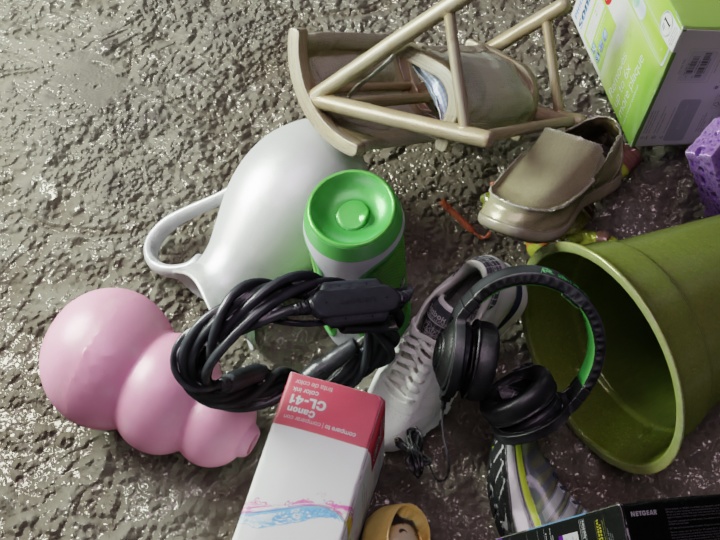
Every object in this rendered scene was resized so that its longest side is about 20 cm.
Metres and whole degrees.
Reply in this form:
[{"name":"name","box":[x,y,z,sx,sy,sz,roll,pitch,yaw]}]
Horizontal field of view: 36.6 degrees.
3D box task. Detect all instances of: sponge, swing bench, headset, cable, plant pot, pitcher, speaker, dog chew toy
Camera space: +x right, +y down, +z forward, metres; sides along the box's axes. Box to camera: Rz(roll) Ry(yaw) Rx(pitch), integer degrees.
[{"name":"sponge","box":[0.384,-0.132,1.025,0.200,0.112,0.030,-47,38,-20]},{"name":"swing bench","box":[0.071,-0.173,0.998,0.198,0.198,0.131,-4,98,37]},{"name":"headset","box":[0.104,0.085,0.864,0.123,0.094,0.200,38,100,-10]},{"name":"cable","box":[-0.060,0.060,0.860,0.198,0.164,0.051,-7,61,-29]},{"name":"plant pot","box":[0.267,0.038,0.914,0.189,0.201,0.201,-23,61,-23]},{"name":"pitcher","box":[-0.100,-0.051,1.022,0.171,0.121,0.201,33,80,29]},{"name":"speaker","box":[0.000,0.000,0.931,0.087,0.201,0.089,-2,61,4]},{"name":"dog chew toy","box":[-0.177,0.100,0.942,0.199,0.125,0.125,28,67,9]}]

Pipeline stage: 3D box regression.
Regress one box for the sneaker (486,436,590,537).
[{"name":"sneaker","box":[0.156,0.204,0.890,0.080,0.074,0.202,-5,65,-11]}]

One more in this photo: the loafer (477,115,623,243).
[{"name":"loafer","box":[0.165,-0.083,0.925,0.075,0.069,0.200,21,33,28]}]

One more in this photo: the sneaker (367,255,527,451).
[{"name":"sneaker","box":[0.057,0.069,0.925,0.076,0.080,0.201,39,100,23]}]

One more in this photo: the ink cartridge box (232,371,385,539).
[{"name":"ink cartridge box","box":[-0.045,0.204,0.851,0.085,0.148,0.201,17,62,8]}]

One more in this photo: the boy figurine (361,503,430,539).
[{"name":"boy figurine","box":[0.044,0.274,0.839,0.124,0.064,0.201,23,37,-30]}]

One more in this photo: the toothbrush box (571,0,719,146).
[{"name":"toothbrush box","box":[0.288,-0.241,1.050,0.085,0.146,0.201,-2,52,-11]}]

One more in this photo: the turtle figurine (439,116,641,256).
[{"name":"turtle figurine","box":[0.188,-0.070,1.031,0.199,0.065,0.162,27,67,18]}]

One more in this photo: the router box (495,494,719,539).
[{"name":"router box","box":[0.221,0.199,0.788,0.198,0.149,0.052,3,68,-28]}]
